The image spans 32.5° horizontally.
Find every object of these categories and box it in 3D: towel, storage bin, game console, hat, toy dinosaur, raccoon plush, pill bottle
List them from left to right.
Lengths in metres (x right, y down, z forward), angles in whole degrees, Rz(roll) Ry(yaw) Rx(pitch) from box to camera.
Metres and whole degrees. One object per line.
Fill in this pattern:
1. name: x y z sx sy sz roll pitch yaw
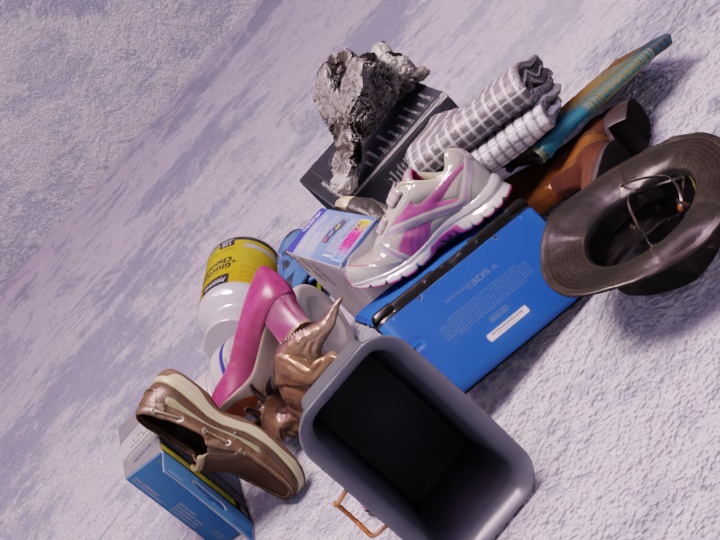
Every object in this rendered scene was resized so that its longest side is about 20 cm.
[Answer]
1. pill bottle: -0.167 0.045 1.709 0.112 0.112 0.201 -38 24 21
2. pill bottle: -0.111 0.116 1.497 0.200 0.112 0.112 -38 24 23
3. toy dinosaur: -0.068 0.124 1.361 0.134 0.202 0.086 14 26 23
4. raccoon plush: 0.014 -0.188 1.530 0.096 0.133 0.202 11 93 47
5. storage bin: 0.031 0.156 1.095 0.146 0.200 0.134 -49 12 -4
6. game console: 0.111 0.030 1.255 0.199 0.171 0.119 -38 -23 -8
7. towel: 0.142 -0.164 1.383 0.165 0.086 0.200 -38 6 21
8. towel: 0.248 -0.182 1.371 0.200 0.022 0.147 -41 6 -9
9. hat: 0.262 -0.028 1.106 0.200 0.081 0.201 -30 31 20

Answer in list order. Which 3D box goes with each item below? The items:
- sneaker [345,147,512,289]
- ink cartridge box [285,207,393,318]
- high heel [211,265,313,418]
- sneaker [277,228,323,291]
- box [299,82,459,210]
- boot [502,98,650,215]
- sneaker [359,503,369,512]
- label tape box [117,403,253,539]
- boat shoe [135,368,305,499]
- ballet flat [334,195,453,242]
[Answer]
1. sneaker: 0.058 -0.057 1.294 0.199 0.088 0.081 -37 4 13
2. ink cartridge box: 0.000 0.000 1.449 0.077 0.136 0.200 -50 23 -12
3. high heel: -0.137 0.093 1.415 0.096 0.067 0.201 51 120 29
4. sneaker: -0.075 0.010 1.673 0.078 0.066 0.201 -22 33 25
5. box: 0.047 -0.131 1.592 0.197 0.124 0.200 -46 23 -1
6. boot: 0.205 -0.084 1.310 0.199 0.068 0.189 -31 29 37
7. sneaker: 0.034 0.136 1.236 0.080 0.086 0.201 -16 38 48
8. label tape box: -0.202 0.242 1.412 0.066 0.143 0.200 -45 23 5
9. boat shoe: -0.158 0.196 1.348 0.075 0.201 0.075 -52 -8 -40
10. ballet flat: 0.062 -0.058 1.435 0.198 0.066 0.057 14 77 22
